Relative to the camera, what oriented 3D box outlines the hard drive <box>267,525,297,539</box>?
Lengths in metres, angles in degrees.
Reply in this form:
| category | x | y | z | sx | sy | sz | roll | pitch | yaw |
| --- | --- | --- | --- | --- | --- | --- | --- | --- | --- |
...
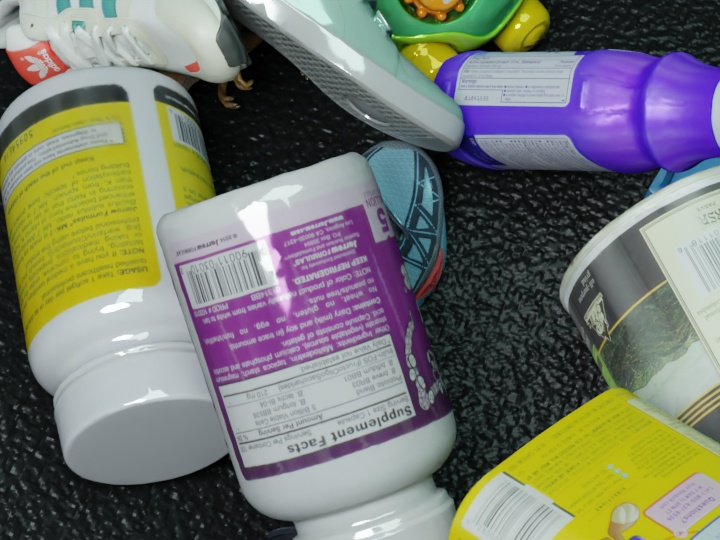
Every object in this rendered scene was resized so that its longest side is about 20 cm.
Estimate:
| category | x | y | z | sx | sy | sz | roll | pitch | yaw |
| --- | --- | --- | --- | --- | --- | --- | --- | --- | --- |
| hard drive | 0.053 | 0.186 | 1.164 | 0.199 | 0.042 | 0.135 | 3 | 59 | -8 |

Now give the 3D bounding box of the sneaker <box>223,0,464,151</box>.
| category | x | y | z | sx | sy | sz | roll | pitch | yaw |
| --- | --- | --- | --- | --- | --- | --- | --- | --- | --- |
| sneaker | 0.001 | -0.162 | 1.266 | 0.200 | 0.074 | 0.118 | 39 | 78 | -3 |

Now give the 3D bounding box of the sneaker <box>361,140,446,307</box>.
| category | x | y | z | sx | sy | sz | roll | pitch | yaw |
| --- | --- | --- | --- | --- | --- | --- | --- | --- | --- |
| sneaker | 0.000 | 0.000 | 1.237 | 0.079 | 0.096 | 0.200 | 23 | 58 | 4 |

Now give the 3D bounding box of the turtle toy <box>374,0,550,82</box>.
| category | x | y | z | sx | sy | sz | roll | pitch | yaw |
| --- | --- | --- | --- | --- | --- | --- | --- | --- | --- |
| turtle toy | 0.057 | -0.201 | 1.365 | 0.200 | 0.101 | 0.146 | -30 | 68 | -32 |

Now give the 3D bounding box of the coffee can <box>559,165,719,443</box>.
| category | x | y | z | sx | sy | sz | roll | pitch | yaw |
| --- | --- | --- | --- | --- | --- | --- | --- | --- | --- |
| coffee can | 0.213 | 0.064 | 1.206 | 0.146 | 0.146 | 0.200 | -17 | 63 | -19 |

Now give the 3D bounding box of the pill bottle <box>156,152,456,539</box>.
| category | x | y | z | sx | sy | sz | roll | pitch | yaw |
| --- | --- | --- | --- | --- | --- | --- | --- | --- | --- |
| pill bottle | -0.018 | 0.052 | 1.111 | 0.112 | 0.112 | 0.201 | -19 | 93 | -20 |

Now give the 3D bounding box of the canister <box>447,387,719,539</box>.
| category | x | y | z | sx | sy | sz | roll | pitch | yaw |
| --- | --- | --- | --- | --- | --- | --- | --- | --- | --- |
| canister | 0.157 | 0.147 | 1.054 | 0.148 | 0.087 | 0.200 | -30 | 46 | -35 |

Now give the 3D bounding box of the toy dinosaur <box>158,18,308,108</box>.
| category | x | y | z | sx | sy | sz | roll | pitch | yaw |
| --- | --- | --- | --- | --- | --- | --- | --- | --- | --- |
| toy dinosaur | -0.076 | -0.161 | 1.339 | 0.106 | 0.060 | 0.200 | 10 | 59 | 9 |

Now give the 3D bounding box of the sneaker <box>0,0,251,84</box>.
| category | x | y | z | sx | sy | sz | roll | pitch | yaw |
| --- | --- | --- | --- | --- | --- | --- | --- | --- | --- |
| sneaker | -0.142 | -0.128 | 1.275 | 0.093 | 0.070 | 0.200 | -40 | 38 | -18 |

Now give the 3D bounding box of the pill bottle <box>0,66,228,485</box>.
| category | x | y | z | sx | sy | sz | roll | pitch | yaw |
| --- | --- | --- | --- | --- | --- | --- | --- | --- | --- |
| pill bottle | -0.125 | 0.003 | 1.203 | 0.114 | 0.114 | 0.200 | -6 | 60 | -13 |

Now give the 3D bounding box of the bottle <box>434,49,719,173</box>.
| category | x | y | z | sx | sy | sz | roll | pitch | yaw |
| --- | --- | --- | --- | --- | --- | --- | --- | --- | --- |
| bottle | 0.135 | -0.088 | 1.265 | 0.083 | 0.200 | 0.065 | 16 | 81 | -47 |

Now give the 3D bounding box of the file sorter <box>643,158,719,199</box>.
| category | x | y | z | sx | sy | sz | roll | pitch | yaw |
| --- | --- | --- | --- | --- | --- | --- | --- | --- | --- |
| file sorter | 0.282 | -0.108 | 1.338 | 0.139 | 0.123 | 0.200 | 29 | 59 | 9 |
